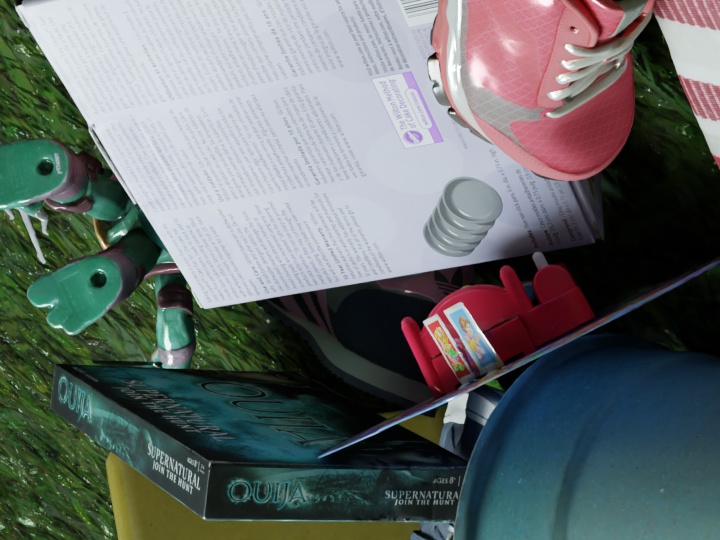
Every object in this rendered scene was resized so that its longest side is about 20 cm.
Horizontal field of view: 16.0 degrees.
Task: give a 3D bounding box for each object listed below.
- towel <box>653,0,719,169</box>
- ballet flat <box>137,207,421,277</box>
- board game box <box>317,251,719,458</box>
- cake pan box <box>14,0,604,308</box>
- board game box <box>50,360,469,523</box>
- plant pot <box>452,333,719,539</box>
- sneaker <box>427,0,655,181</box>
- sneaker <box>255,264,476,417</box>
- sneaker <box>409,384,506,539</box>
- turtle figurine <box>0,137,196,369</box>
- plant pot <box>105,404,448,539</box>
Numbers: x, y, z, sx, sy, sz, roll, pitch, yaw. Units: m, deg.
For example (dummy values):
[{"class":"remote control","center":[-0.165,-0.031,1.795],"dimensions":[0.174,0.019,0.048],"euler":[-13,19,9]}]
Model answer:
[{"class":"towel","center":[0.170,-0.065,0.920],"dimensions":[0.144,0.023,0.200],"euler":[18,148,44]},{"class":"ballet flat","center":[-0.025,-0.040,1.199],"dimensions":[0.200,0.069,0.069],"euler":[3,138,46]},{"class":"board game box","center":[0.062,0.019,1.082],"dimensions":[0.039,0.158,0.200],"euler":[63,153,2]},{"class":"cake pan box","center":[-0.016,-0.074,1.032],"dimensions":[0.184,0.052,0.200],"euler":[-12,136,18]},{"class":"board game box","center":[-0.048,0.078,1.198],"dimensions":[0.135,0.028,0.200],"euler":[3,-171,-27]},{"class":"plant pot","center":[0.176,0.121,1.056],"dimensions":[0.196,0.200,0.200],"euler":[-6,131,49]},{"class":"sneaker","center":[0.069,-0.093,0.913],"dimensions":[0.087,0.074,0.200],"euler":[37,160,40]},{"class":"sneaker","center":[0.000,0.000,1.251],"dimensions":[0.070,0.082,0.200],"euler":[19,-170,-34]},{"class":"sneaker","center":[0.065,0.129,1.212],"dimensions":[0.077,0.146,0.202],"euler":[15,175,-3]},{"class":"turtle figurine","center":[-0.126,-0.016,1.326],"dimensions":[0.150,0.101,0.200],"euler":[46,-173,11]},{"class":"plant pot","center":[-0.023,0.215,1.391],"dimensions":[0.194,0.200,0.196],"euler":[-8,147,1]}]
